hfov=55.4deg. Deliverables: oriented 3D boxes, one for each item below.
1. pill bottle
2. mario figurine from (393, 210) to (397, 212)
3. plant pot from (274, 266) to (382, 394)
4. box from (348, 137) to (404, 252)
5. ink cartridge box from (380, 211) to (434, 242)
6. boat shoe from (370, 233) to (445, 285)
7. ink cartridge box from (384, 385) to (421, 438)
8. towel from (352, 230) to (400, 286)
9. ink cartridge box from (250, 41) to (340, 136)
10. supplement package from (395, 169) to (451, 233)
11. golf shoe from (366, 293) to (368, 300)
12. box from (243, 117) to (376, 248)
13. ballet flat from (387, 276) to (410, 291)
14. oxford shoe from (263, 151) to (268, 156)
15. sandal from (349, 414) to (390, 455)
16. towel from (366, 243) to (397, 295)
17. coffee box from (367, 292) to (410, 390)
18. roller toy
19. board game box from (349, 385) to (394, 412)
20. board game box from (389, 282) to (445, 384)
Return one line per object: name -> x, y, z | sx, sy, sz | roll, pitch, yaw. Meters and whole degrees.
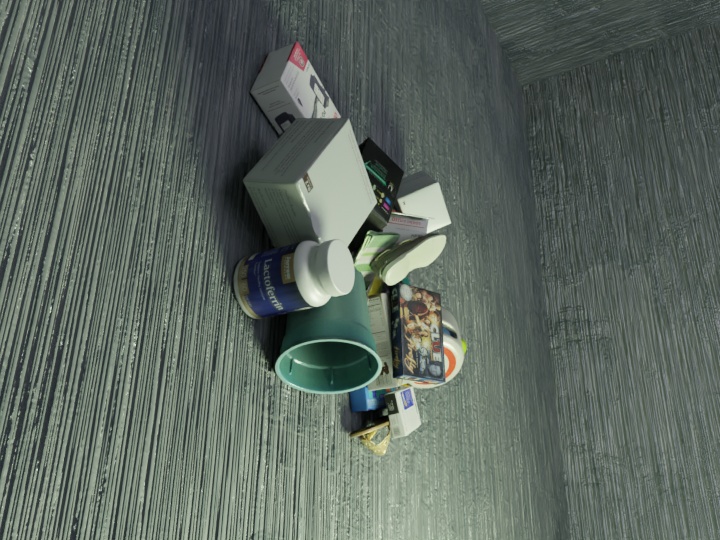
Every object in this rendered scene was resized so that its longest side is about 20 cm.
pill bottle -> -0.116, 0.012, 1.207 | 0.115, 0.197, 0.118 | 36, 47, -52
mario figurine -> 0.074, -0.082, 1.794 | 0.123, 0.106, 0.201 | 43, -11, 41
plant pot -> -0.061, 0.099, 1.309 | 0.200, 0.197, 0.199 | 46, 33, -46
box -> -0.007, -0.166, 1.528 | 0.124, 0.148, 0.202 | 39, 41, -20
ink cartridge box -> 0.081, -0.102, 1.600 | 0.113, 0.200, 0.068 | 7, 95, -20
boat shoe -> 0.108, -0.037, 1.510 | 0.200, 0.060, 0.073 | -30, 135, -33
ink cartridge box -> 0.100, 0.321, 1.572 | 0.200, 0.036, 0.097 | 16, 60, -73
towel -> 0.000, 0.000, 1.490 | 0.023, 0.202, 0.152 | 39, 18, 20
ink cartridge box -> -0.132, -0.352, 1.458 | 0.201, 0.083, 0.147 | 55, 35, -38
supplement package -> 0.156, -0.181, 1.844 | 0.200, 0.115, 0.119 | -105, 173, -72
golf shoe -> -0.032, 0.135, 1.453 | 0.203, 0.071, 0.093 | -66, 153, -23
box -> -0.087, -0.147, 1.286 | 0.201, 0.129, 0.201 | -56, 140, -36
ballet flat -> 0.104, 0.081, 1.637 | 0.201, 0.073, 0.075 | -104, 168, -62
oxford shoe -> -0.152, -0.158, 1.375 | 0.058, 0.075, 0.201 | -46, 143, -8
sandal -> 0.045, 0.370, 1.513 | 0.211, 0.076, 0.071 | 1, 72, -68
towel -> 0.074, 0.000, 1.708 | 0.199, 0.022, 0.146 | 4, 108, -62
coffee box -> 0.056, 0.154, 1.524 | 0.112, 0.078, 0.205 | 2, 77, -61
roller toy -> 0.156, 0.190, 1.674 | 0.141, 0.196, 0.184 | -94, 164, -51
board game box -> 0.022, 0.216, 1.568 | 0.151, 0.044, 0.205 | 16, 65, -60
board game box -> 0.125, 0.139, 1.496 | 0.134, 0.034, 0.204 | 15, 65, -39
